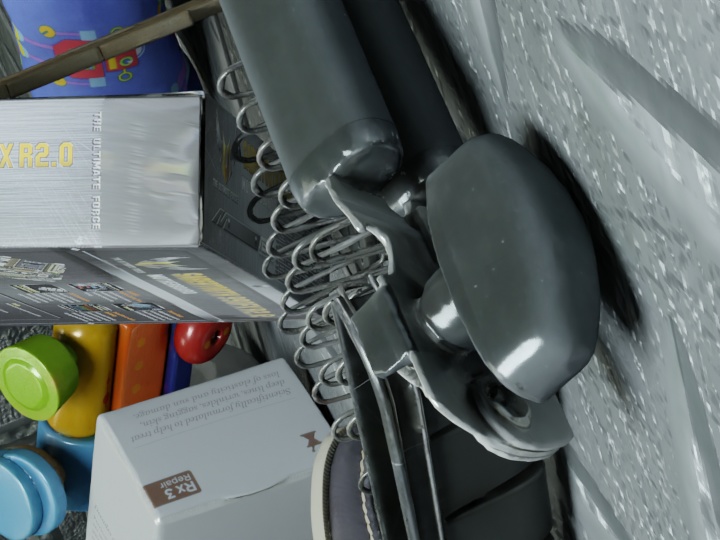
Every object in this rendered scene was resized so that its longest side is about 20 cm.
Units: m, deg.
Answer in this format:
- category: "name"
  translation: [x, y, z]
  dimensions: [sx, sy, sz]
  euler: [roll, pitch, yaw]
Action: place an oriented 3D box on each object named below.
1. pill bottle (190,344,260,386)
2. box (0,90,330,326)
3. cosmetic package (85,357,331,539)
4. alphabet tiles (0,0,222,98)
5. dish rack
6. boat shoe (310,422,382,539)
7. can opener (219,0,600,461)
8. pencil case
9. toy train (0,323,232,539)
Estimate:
- category: "pill bottle"
  translation: [-0.079, 0.146, 1.369]
  dimensions: [0.112, 0.112, 0.201]
  euler: [-129, 20, -61]
- category: "box"
  translation: [-0.105, -0.016, 0.851]
  dimensions: [0.200, 0.158, 0.049]
  euler: [34, -125, -77]
- category: "cosmetic package"
  translation: [-0.074, 0.140, 1.215]
  dimensions: [0.074, 0.101, 0.200]
  euler: [55, 149, 35]
- category: "alphabet tiles"
  translation: [-0.120, -0.072, 0.938]
  dimensions: [0.200, 0.167, 0.008]
  euler: [-163, 51, -78]
- category: "dish rack"
  translation: [0.000, 0.000, 0.762]
  dimensions: [0.154, 0.054, 0.200]
  euler: [80, 166, -48]
- category: "boat shoe"
  translation: [0.043, 0.135, 0.876]
  dimensions: [0.063, 0.072, 0.201]
  euler: [-36, 63, 36]
- category: "can opener"
  translation: [0.012, -0.036, 0.648]
  dimensions: [0.053, 0.066, 0.200]
  euler: [20, -146, -44]
- category: "pencil case"
  translation: [-0.116, -0.121, 1.080]
  dimensions: [0.200, 0.078, 0.087]
  euler: [82, 180, -56]
- category: "toy train"
  translation: [-0.124, 0.027, 1.192]
  dimensions: [0.084, 0.116, 0.201]
  euler: [27, 127, 25]
